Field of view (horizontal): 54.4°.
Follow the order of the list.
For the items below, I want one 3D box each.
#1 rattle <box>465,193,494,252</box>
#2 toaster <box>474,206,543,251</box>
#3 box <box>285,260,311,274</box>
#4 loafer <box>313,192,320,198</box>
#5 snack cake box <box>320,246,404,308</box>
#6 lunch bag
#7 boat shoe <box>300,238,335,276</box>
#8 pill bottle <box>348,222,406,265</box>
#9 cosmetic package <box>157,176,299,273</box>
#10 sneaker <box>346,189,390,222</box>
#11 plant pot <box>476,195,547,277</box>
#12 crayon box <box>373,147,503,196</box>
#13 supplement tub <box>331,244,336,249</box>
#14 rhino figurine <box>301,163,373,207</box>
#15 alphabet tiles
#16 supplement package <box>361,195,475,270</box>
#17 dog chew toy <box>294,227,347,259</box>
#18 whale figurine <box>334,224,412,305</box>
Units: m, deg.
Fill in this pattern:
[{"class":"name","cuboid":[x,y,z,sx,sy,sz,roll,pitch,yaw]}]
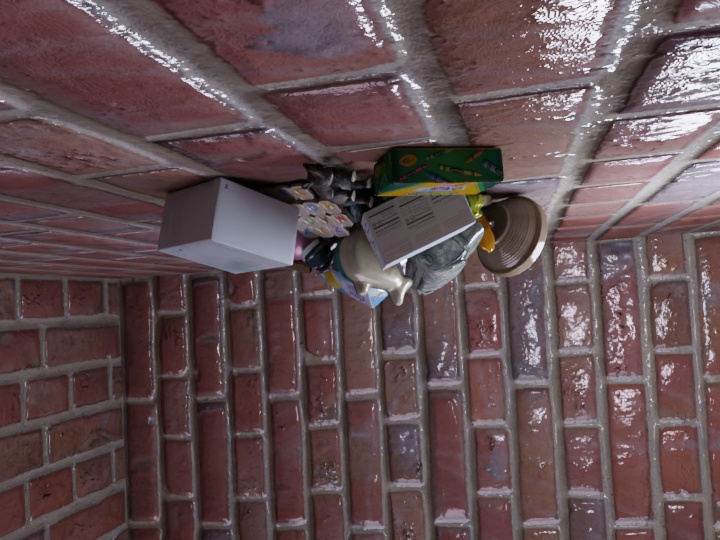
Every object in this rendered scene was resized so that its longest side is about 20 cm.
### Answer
[{"class":"rattle","cuboid":[0.232,-0.108,1.707,0.197,0.146,0.130,-16,-166,38]},{"class":"toaster","cuboid":[0.388,-0.114,1.912,0.195,0.122,0.180,-5,177,26]},{"class":"box","cuboid":[-0.185,-0.064,1.773,0.195,0.022,0.164,16,-145,14]},{"class":"loafer","cuboid":[-0.156,-0.135,1.530,0.196,0.074,0.062,-15,151,38]},{"class":"snack cake box","cuboid":[0.000,0.000,1.686,0.114,0.068,0.198,-37,-143,-23]},{"class":"lunch bag","cuboid":[0.175,-0.043,1.587,0.139,0.168,0.200,39,166,8]},{"class":"boat shoe","cuboid":[-0.089,-0.027,1.605,0.074,0.062,0.200,-40,175,-4]},{"class":"pill bottle","cuboid":[0.036,-0.086,1.784,0.109,0.114,0.198,-1,-163,-39]},{"class":"cosmetic package","cuboid":[-0.259,-0.081,1.384,0.197,0.127,0.197,-9,161,44]},{"class":"sneaker","cuboid":[0.015,-0.148,1.497,0.080,0.075,0.200,-23,177,13]},{"class":"plant pot","cuboid":[0.345,-0.096,1.696,0.091,0.206,0.198,24,160,-37]},{"class":"crayon box","cuboid":[0.130,-0.167,1.197,0.194,0.060,0.119,-3,177,-14]},{"class":"supplement tub","cuboid":[-0.158,-0.078,1.910,0.194,0.126,0.122,-4,177,17]},{"class":"rhino figurine","cuboid":[-0.048,-0.153,1.245,0.085,0.062,0.199,7,178,23]},{"class":"alphabet tiles","cuboid":[-0.114,-0.116,1.443,0.195,0.015,0.196,0,152,31]},{"class":"supplement package","cuboid":[0.111,-0.096,1.409,0.196,0.113,0.156,-25,178,-2]},{"class":"dog chew toy","cuboid":[-0.113,-0.097,1.712,0.197,0.128,0.123,-12,-177,-39]},{"class":"whale figurine","cuboid":[0.025,-0.008,1.557,0.199,0.161,0.103,41,152,-22]}]
